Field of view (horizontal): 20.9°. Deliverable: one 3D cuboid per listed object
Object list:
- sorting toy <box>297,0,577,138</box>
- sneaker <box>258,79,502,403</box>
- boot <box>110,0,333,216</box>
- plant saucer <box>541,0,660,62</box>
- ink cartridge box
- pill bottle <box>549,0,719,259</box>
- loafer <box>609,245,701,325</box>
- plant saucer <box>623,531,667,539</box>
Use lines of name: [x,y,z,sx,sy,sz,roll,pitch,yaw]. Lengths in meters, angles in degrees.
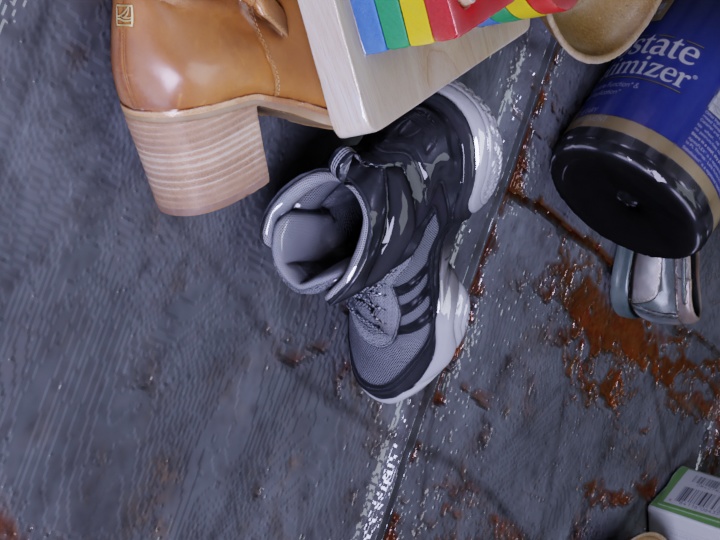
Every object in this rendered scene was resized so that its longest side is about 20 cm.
sorting toy: [0.035,-0.188,0.900,0.199,0.069,0.201,-39,117,-57]
sneaker: [0.000,0.000,0.987,0.114,0.075,0.201,-25,142,-38]
boot: [-0.039,-0.132,0.884,0.200,0.073,0.155,-41,130,-48]
plant saucer: [0.138,-0.224,1.141,0.200,0.035,0.201,-30,127,-49]
ink cartridge box: [0.286,0.259,1.523,0.059,0.104,0.201,-40,134,-42]
pill bottle: [0.214,-0.114,1.234,0.200,0.112,0.112,-55,143,-22]
loafer: [0.223,-0.061,1.331,0.072,0.063,0.201,0,103,-58]
plant saucer: [0.172,0.282,1.418,0.200,0.035,0.201,-29,126,-50]
